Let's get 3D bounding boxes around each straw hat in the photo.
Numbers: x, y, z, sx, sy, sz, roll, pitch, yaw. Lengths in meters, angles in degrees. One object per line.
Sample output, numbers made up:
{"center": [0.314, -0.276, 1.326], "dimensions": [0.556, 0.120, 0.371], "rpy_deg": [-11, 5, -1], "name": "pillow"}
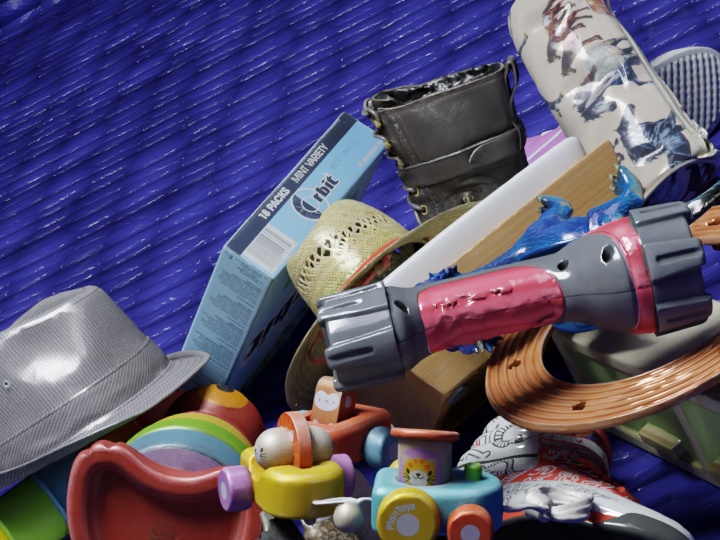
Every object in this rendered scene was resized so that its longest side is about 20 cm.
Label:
{"center": [0.000, 0.000, 1.300], "dimensions": [0.201, 0.202, 0.085], "rpy_deg": [-38, 66, -19], "name": "straw hat"}

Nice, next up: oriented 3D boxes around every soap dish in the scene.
{"center": [0.082, 0.021, 1.233], "dimensions": [0.200, 0.081, 0.158], "rpy_deg": [-38, -15, -18], "name": "soap dish"}

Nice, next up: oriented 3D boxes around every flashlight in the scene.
{"center": [0.078, 0.018, 1.022], "dimensions": [0.198, 0.068, 0.068], "rpy_deg": [-14, 54, 0], "name": "flashlight"}

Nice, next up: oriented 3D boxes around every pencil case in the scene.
{"center": [0.175, -0.126, 1.379], "dimensions": [0.089, 0.201, 0.078], "rpy_deg": [-37, -26, 18], "name": "pencil case"}

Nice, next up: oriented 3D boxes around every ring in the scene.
{"center": [0.160, 0.027, 1.078], "dimensions": [0.199, 0.019, 0.201], "rpy_deg": [-25, 22, 11], "name": "ring"}

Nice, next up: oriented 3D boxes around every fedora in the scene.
{"center": [-0.208, 0.071, 1.337], "dimensions": [0.199, 0.091, 0.177], "rpy_deg": [-27, 8, 33], "name": "fedora"}

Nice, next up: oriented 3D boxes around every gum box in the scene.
{"center": [-0.064, 0.007, 1.430], "dimensions": [0.170, 0.044, 0.201], "rpy_deg": [-51, -8, -42], "name": "gum box"}

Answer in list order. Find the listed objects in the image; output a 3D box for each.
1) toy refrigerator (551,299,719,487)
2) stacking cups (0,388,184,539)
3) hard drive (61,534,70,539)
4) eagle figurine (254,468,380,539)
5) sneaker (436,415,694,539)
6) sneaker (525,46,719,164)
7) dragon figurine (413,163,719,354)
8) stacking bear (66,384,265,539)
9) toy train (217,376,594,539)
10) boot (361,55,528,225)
{"center": [0.186, 0.066, 1.086], "dimensions": [0.070, 0.076, 0.200], "rpy_deg": [-35, 23, -14], "name": "toy refrigerator"}
{"center": [-0.200, 0.145, 1.358], "dimensions": [0.200, 0.061, 0.060], "rpy_deg": [-40, 23, -22], "name": "stacking cups"}
{"center": [-0.191, 0.192, 1.362], "dimensions": [0.131, 0.026, 0.200], "rpy_deg": [-13, 27, 37], "name": "hard drive"}
{"center": [-0.008, 0.185, 1.019], "dimensions": [0.151, 0.152, 0.200], "rpy_deg": [-28, 8, -24], "name": "eagle figurine"}
{"center": [0.117, 0.119, 1.068], "dimensions": [0.200, 0.067, 0.108], "rpy_deg": [-8, 33, 49], "name": "sneaker"}
{"center": [0.177, -0.104, 1.481], "dimensions": [0.200, 0.073, 0.114], "rpy_deg": [-35, 19, -12], "name": "sneaker"}
{"center": [0.123, -0.005, 1.089], "dimensions": [0.199, 0.059, 0.100], "rpy_deg": [-13, 27, 39], "name": "dragon figurine"}
{"center": [-0.108, 0.136, 1.271], "dimensions": [0.120, 0.115, 0.200], "rpy_deg": [12, 17, 3], "name": "stacking bear"}
{"center": [0.014, 0.090, 1.008], "dimensions": [0.199, 0.056, 0.150], "rpy_deg": [9, 15, 42], "name": "toy train"}
{"center": [0.047, -0.047, 1.376], "dimensions": [0.199, 0.175, 0.069], "rpy_deg": [-24, 22, 14], "name": "boot"}
